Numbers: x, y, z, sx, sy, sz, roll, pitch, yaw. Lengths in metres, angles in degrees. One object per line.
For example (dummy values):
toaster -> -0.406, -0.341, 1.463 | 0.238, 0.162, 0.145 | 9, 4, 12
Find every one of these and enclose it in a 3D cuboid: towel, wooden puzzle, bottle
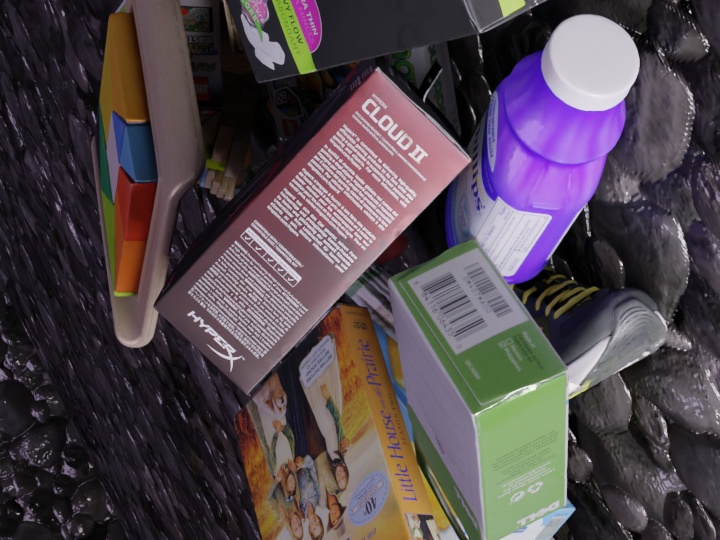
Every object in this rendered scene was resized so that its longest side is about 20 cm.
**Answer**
towel -> 0.000, 0.000, 1.053 | 0.200, 0.031, 0.149 | 43, 176, -1
wooden puzzle -> -0.147, -0.076, 1.006 | 0.200, 0.037, 0.187 | 118, 145, -52
bottle -> 0.096, -0.064, 0.844 | 0.200, 0.065, 0.084 | 114, 161, -65

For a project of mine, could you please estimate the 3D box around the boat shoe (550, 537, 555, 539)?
boat shoe -> 0.101, 0.209, 1.180 | 0.200, 0.057, 0.067 | 45, 152, 42

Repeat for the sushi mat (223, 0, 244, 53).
sushi mat -> -0.091, -0.237, 0.979 | 0.096, 0.012, 0.202 | -92, -9, -77

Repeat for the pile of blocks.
pile of blocks -> -0.120, -0.096, 1.168 | 0.200, 0.061, 0.083 | 153, 128, -79

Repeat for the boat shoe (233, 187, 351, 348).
boat shoe -> -0.042, 0.009, 1.223 | 0.203, 0.064, 0.075 | 62, -178, -34

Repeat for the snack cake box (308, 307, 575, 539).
snack cake box -> 0.047, 0.120, 1.113 | 0.067, 0.114, 0.200 | -54, 56, 22

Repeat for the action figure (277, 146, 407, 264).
action figure -> -0.024, -0.058, 1.169 | 0.200, 0.051, 0.066 | 31, 150, 59

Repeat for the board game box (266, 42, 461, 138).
board game box -> -0.012, -0.170, 0.968 | 0.125, 0.035, 0.202 | 9, 128, 30

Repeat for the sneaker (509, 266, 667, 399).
sneaker -> 0.110, 0.034, 0.929 | 0.085, 0.074, 0.200 | 62, 160, 5

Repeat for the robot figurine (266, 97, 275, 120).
robot figurine -> -0.043, -0.167, 1.088 | 0.145, 0.058, 0.202 | 26, 138, 63

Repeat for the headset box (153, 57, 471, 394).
headset box -> -0.019, -0.041, 0.898 | 0.075, 0.200, 0.149 | 43, -171, -8

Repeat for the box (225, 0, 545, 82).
box -> 0.018, -0.192, 0.776 | 0.199, 0.124, 0.150 | -1, 114, 55

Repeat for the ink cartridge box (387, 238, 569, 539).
ink cartridge box -> 0.071, 0.087, 0.908 | 0.104, 0.059, 0.201 | 58, 166, 36

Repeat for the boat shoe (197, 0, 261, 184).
boat shoe -> -0.117, -0.156, 1.266 | 0.201, 0.073, 0.070 | 102, 163, -50

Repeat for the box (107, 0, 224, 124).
box -> -0.138, -0.145, 1.083 | 0.200, 0.034, 0.111 | 160, 108, -69

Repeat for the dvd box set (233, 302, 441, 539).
dvd box set -> -0.018, 0.145, 1.029 | 0.146, 0.029, 0.201 | -47, 47, 37
